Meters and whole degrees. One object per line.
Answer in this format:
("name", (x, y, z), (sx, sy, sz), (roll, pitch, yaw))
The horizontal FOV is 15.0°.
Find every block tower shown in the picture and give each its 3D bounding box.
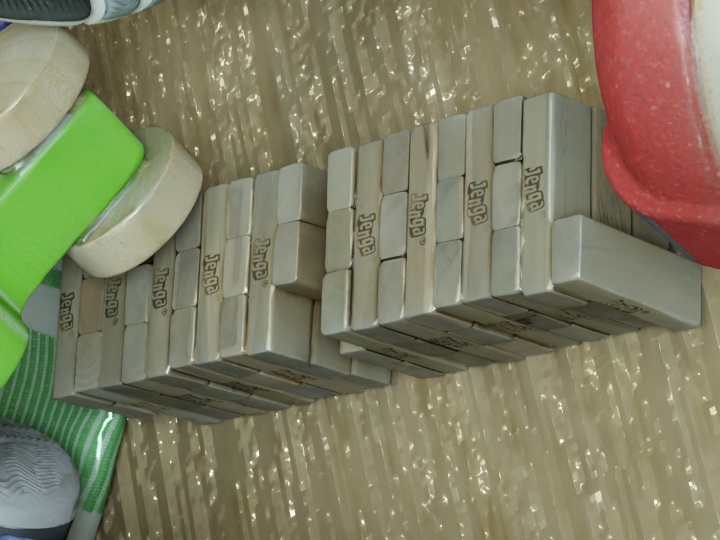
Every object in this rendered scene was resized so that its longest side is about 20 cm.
("block tower", (0.000, 0.000, 0.762), (0.199, 0.054, 0.058), (-12, 70, 42))

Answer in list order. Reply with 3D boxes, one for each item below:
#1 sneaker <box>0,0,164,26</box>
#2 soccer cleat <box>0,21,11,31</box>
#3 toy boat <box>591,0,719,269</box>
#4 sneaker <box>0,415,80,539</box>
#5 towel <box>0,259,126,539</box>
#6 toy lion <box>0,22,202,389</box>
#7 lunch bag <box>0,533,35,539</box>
("sneaker", (-0.078, -0.110, 0.799), (0.115, 0.199, 0.075), (-12, 99, 51))
("soccer cleat", (-0.186, -0.063, 0.943), (0.200, 0.065, 0.084), (-40, 43, 17))
("toy boat", (0.066, -0.099, 0.659), (0.130, 0.130, 0.201), (-3, 73, 24))
("sneaker", (-0.155, 0.094, 0.853), (0.200, 0.077, 0.113), (13, 92, 55))
("towel", (-0.141, 0.082, 0.899), (0.152, 0.023, 0.201), (17, 89, 46))
("toy lion", (-0.150, 0.010, 0.792), (0.192, 0.069, 0.200), (-50, 30, -9))
("lunch bag", (-0.007, 0.162, 0.677), (0.199, 0.127, 0.171), (3, 77, 32))
